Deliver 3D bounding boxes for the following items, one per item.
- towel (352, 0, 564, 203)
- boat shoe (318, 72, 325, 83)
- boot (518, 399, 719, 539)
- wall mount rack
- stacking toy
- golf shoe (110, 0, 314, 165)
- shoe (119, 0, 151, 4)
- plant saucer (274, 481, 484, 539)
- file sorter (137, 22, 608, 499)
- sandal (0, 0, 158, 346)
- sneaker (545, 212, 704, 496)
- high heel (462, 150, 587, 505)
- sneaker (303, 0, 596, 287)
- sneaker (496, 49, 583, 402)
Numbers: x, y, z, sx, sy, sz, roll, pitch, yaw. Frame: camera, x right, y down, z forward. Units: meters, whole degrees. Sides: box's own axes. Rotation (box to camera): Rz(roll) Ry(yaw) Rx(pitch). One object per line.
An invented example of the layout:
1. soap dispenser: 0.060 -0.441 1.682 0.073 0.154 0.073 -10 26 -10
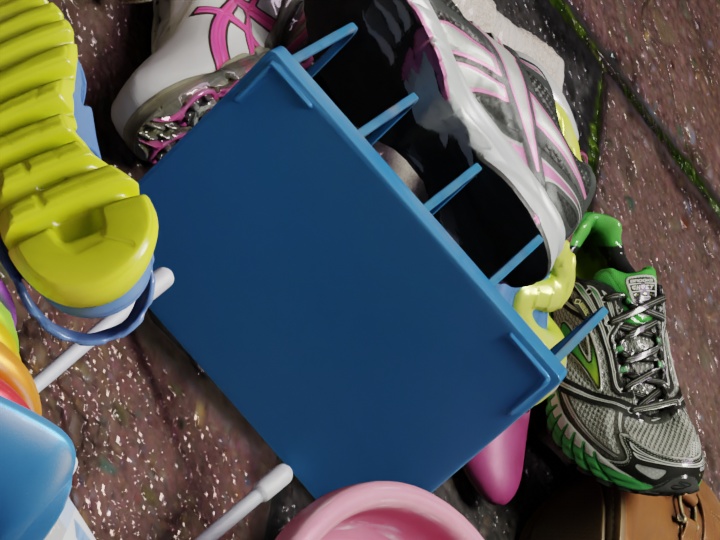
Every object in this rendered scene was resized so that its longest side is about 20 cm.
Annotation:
1. towel: 0.039 -0.055 1.537 0.132 0.034 0.201 34 75 -49
2. boat shoe: -0.017 -0.177 1.536 0.063 0.073 0.202 -93 159 -67
3. boot: 0.166 0.162 1.666 0.155 0.073 0.201 40 39 -35
4. wall mount rack: -0.105 0.101 1.255 0.201 0.074 0.174 61 23 -22
5. stacking toy: -0.179 0.033 1.155 0.109 0.116 0.200 28 31 -23
6. golf shoe: -0.080 -0.116 1.430 0.092 0.073 0.200 42 34 3
7. shoe: -0.116 -0.233 1.411 0.053 0.070 0.201 33 50 -58
8. plant saucer: 0.002 0.198 1.282 0.200 0.051 0.202 15 71 -48
9. file sorter: 0.000 0.000 1.363 0.200 0.139 0.123 48 26 1
10. sandal: -0.141 -0.041 1.240 0.087 0.079 0.201 79 -11 -52
11. sneaker: 0.143 0.048 1.612 0.078 0.085 0.200 3 43 -30
12. high heel: 0.092 0.028 1.598 0.067 0.096 0.201 19 59 -55
13. sneaker: 0.048 -0.092 1.430 0.086 0.080 0.201 -41 106 -45
14. sneaker: 0.062 -0.011 1.494 0.105 0.076 0.201 -20 114 -39
